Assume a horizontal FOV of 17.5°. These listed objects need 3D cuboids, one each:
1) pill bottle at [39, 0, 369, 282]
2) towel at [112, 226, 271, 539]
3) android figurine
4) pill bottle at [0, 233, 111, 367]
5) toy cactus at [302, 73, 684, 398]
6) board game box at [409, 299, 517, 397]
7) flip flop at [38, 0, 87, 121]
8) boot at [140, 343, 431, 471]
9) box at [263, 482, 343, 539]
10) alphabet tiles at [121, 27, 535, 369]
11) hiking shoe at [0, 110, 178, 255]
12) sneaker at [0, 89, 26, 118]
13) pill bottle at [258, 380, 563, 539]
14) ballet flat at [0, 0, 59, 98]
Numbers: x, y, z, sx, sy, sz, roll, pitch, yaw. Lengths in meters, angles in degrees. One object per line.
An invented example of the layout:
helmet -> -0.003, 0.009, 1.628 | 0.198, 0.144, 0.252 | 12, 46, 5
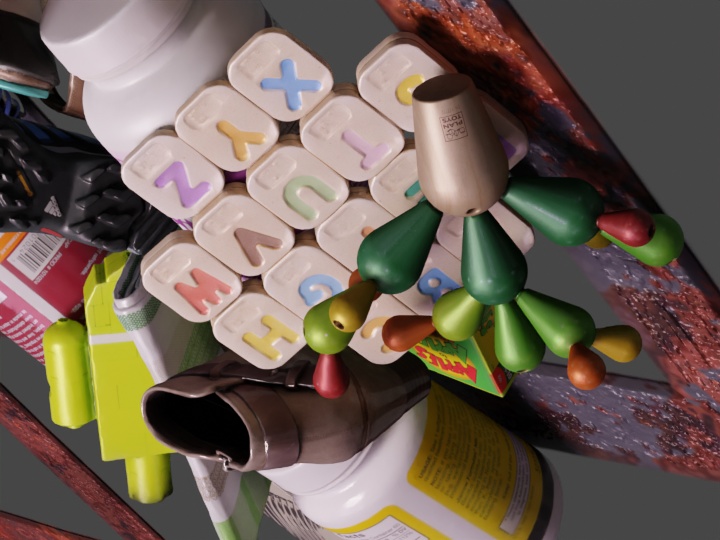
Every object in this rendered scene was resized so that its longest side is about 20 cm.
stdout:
pill bottle -> -0.075, -0.082, 1.231 | 0.112, 0.113, 0.200 | 5, 145, 50
towel -> -0.098, 0.063, 1.436 | 0.030, 0.150, 0.201 | -10, 119, 16
android figurine -> -0.116, 0.055, 1.528 | 0.041, 0.180, 0.202 | -109, 13, -65
pill bottle -> -0.181, 0.020, 1.590 | 0.200, 0.113, 0.113 | 41, 157, -17
toy cactus -> 0.056, -0.013, 1.161 | 0.198, 0.102, 0.166 | -11, 118, 13
board game box -> 0.000, 0.000, 1.386 | 0.199, 0.048, 0.102 | 20, 155, 31
flip flop -> -0.169, -0.126, 1.341 | 0.081, 0.058, 0.200 | 12, 150, 42
boot -> -0.063, 0.063, 1.328 | 0.199, 0.146, 0.071 | 10, 109, 48
box -> -0.015, 0.171, 1.738 | 0.200, 0.069, 0.082 | 39, 158, -12
alphabet tiles -> -0.015, -0.032, 1.196 | 0.200, 0.015, 0.195 | -40, 121, 22
hiking shoe -> -0.204, -0.055, 1.355 | 0.199, 0.075, 0.087 | 20, -179, -23
sneaker -> -0.252, -0.115, 1.468 | 0.115, 0.081, 0.199 | 39, 165, -24
pill bottle -> 0.026, 0.124, 1.475 | 0.200, 0.115, 0.114 | 34, 161, -37
ballet flat -> -0.211, -0.133, 1.259 | 0.068, 0.069, 0.200 | 15, 179, -31
